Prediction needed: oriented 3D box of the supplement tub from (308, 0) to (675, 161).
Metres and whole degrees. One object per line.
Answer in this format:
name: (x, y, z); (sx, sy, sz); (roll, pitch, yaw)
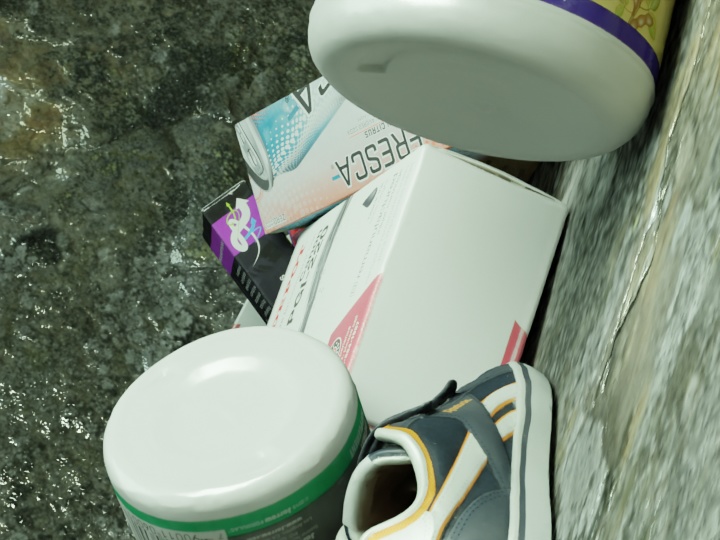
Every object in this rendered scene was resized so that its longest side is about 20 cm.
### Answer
supplement tub: (0.069, -0.161, 0.907); (0.145, 0.145, 0.200); (117, 168, -75)

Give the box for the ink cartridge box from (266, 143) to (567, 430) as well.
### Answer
ink cartridge box: (0.012, 0.036, 1.108); (0.146, 0.085, 0.200); (-70, 12, -18)

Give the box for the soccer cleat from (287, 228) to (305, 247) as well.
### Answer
soccer cleat: (0.000, 0.000, 1.272); (0.068, 0.073, 0.200); (-50, 51, 29)

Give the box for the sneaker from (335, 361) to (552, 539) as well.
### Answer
sneaker: (0.036, 0.085, 0.909); (0.200, 0.079, 0.079); (-79, 4, -72)

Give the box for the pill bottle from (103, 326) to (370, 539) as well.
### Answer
pill bottle: (-0.034, 0.133, 0.985); (0.113, 0.113, 0.200); (-78, -23, -48)

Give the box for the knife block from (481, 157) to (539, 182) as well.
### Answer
knife block: (0.087, -0.138, 1.250); (0.200, 0.064, 0.176); (112, 174, -68)

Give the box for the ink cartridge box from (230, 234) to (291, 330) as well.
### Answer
ink cartridge box: (-0.020, 0.029, 1.529); (0.145, 0.083, 0.200); (-62, -9, 25)

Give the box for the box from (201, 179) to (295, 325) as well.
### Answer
box: (-0.023, 0.043, 1.286); (0.036, 0.200, 0.143); (-35, -1, -6)

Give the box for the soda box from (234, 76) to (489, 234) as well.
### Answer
soda box: (0.021, -0.080, 1.156); (0.200, 0.064, 0.069); (-23, 80, 48)
